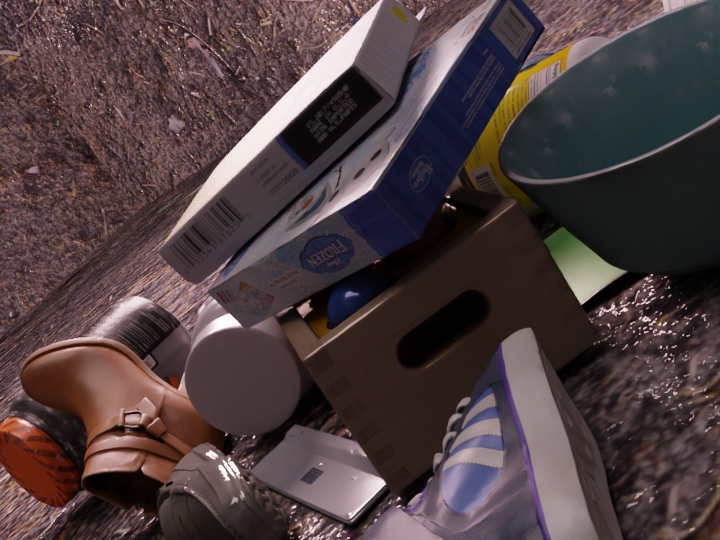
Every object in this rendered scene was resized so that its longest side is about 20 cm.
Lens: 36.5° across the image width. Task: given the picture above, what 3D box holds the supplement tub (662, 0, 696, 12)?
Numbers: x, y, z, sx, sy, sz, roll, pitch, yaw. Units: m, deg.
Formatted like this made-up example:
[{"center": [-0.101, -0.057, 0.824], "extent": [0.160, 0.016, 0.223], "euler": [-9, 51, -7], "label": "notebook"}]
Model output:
[{"center": [0.312, -0.209, 0.794], "extent": [0.131, 0.133, 0.200], "euler": [-35, 14, 6], "label": "supplement tub"}]

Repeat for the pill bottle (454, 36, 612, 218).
[{"center": [0.170, -0.118, 0.885], "extent": [0.199, 0.113, 0.113], "euler": [-24, 19, 41], "label": "pill bottle"}]

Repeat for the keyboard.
[{"center": [-0.028, 0.139, 0.762], "extent": [0.056, 0.011, 0.199], "euler": [-47, 16, -18], "label": "keyboard"}]

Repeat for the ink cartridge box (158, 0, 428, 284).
[{"center": [-0.042, -0.105, 0.775], "extent": [0.197, 0.047, 0.201], "euler": [-41, 17, 27], "label": "ink cartridge box"}]

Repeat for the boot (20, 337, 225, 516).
[{"center": [-0.214, 0.133, 0.925], "extent": [0.197, 0.075, 0.155], "euler": [6, 31, 3], "label": "boot"}]

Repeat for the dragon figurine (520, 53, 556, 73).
[{"center": [0.178, -0.176, 1.076], "extent": [0.199, 0.100, 0.059], "euler": [-30, 15, 24], "label": "dragon figurine"}]

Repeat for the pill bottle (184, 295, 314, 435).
[{"center": [-0.084, 0.054, 0.951], "extent": [0.113, 0.114, 0.200], "euler": [-32, 15, 16], "label": "pill bottle"}]

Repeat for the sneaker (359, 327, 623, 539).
[{"center": [0.041, 0.114, 0.518], "extent": [0.145, 0.081, 0.201], "euler": [-29, 21, 13], "label": "sneaker"}]

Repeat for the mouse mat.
[{"center": [0.196, -0.036, 0.778], "extent": [0.199, 0.008, 0.161], "euler": [-35, 14, 12], "label": "mouse mat"}]

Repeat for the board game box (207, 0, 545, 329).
[{"center": [0.008, -0.070, 0.708], "extent": [0.198, 0.043, 0.201], "euler": [-26, 25, 51], "label": "board game box"}]

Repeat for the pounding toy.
[{"center": [0.044, 0.003, 0.714], "extent": [0.199, 0.143, 0.184], "euler": [-36, 14, -4], "label": "pounding toy"}]

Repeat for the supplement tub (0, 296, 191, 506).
[{"center": [-0.261, 0.130, 1.090], "extent": [0.122, 0.123, 0.200], "euler": [-20, 22, 49], "label": "supplement tub"}]

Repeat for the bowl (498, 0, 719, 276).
[{"center": [0.194, -0.073, 0.666], "extent": [0.199, 0.106, 0.201], "euler": [-28, 23, 13], "label": "bowl"}]

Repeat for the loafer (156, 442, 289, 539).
[{"center": [-0.099, 0.165, 0.741], "extent": [0.070, 0.070, 0.200], "euler": [-45, 8, -15], "label": "loafer"}]
